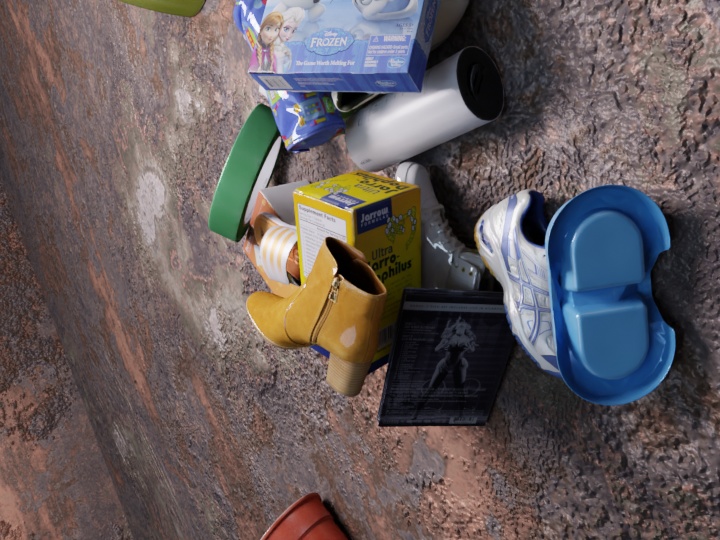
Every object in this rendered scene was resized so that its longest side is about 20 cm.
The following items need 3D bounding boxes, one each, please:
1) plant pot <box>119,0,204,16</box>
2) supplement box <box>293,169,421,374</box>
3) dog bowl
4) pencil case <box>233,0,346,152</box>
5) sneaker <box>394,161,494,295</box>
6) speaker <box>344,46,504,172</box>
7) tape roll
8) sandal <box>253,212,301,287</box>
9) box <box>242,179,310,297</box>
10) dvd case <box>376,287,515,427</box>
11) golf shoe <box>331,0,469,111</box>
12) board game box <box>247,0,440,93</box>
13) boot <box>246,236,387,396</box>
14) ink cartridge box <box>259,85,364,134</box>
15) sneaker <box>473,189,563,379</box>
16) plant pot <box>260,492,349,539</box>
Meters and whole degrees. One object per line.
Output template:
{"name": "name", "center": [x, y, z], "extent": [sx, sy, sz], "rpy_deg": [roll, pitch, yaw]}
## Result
{"name": "plant pot", "center": [-0.384, -0.528, 1.037], "extent": [0.185, 0.197, 0.193], "rpy_deg": [21, 120, 44]}
{"name": "supplement box", "center": [0.000, 0.000, 0.735], "extent": [0.107, 0.108, 0.206], "rpy_deg": [23, 124, 43]}
{"name": "dog bowl", "center": [0.229, 0.021, 0.585], "extent": [0.050, 0.108, 0.206], "rpy_deg": [-76, -22, -78]}
{"name": "pencil case", "center": [-0.090, -0.243, 0.752], "extent": [0.086, 0.077, 0.205], "rpy_deg": [-26, 86, 43]}
{"name": "sneaker", "center": [0.108, -0.034, 0.741], "extent": [0.113, 0.073, 0.206], "rpy_deg": [-2, 104, 41]}
{"name": "speaker", "center": [0.068, -0.180, 0.718], "extent": [0.198, 0.080, 0.084], "rpy_deg": [-15, 93, 51]}
{"name": "tape roll", "center": [-0.166, -0.145, 0.930], "extent": [0.047, 0.203, 0.203], "rpy_deg": [22, 131, -4]}
{"name": "sandal", "center": [-0.115, -0.024, 0.841], "extent": [0.205, 0.058, 0.082], "rpy_deg": [28, 125, 51]}
{"name": "box", "center": [-0.080, -0.019, 0.941], "extent": [0.201, 0.096, 0.126], "rpy_deg": [50, 136, 26]}
{"name": "dvd case", "center": [0.104, 0.109, 0.736], "extent": [0.016, 0.144, 0.205], "rpy_deg": [-104, 19, -55]}
{"name": "golf shoe", "center": [0.043, -0.244, 0.682], "extent": [0.078, 0.099, 0.198], "rpy_deg": [38, 126, -24]}
{"name": "board game box", "center": [-0.009, -0.292, 0.656], "extent": [0.195, 0.043, 0.205], "rpy_deg": [9, 79, 28]}
{"name": "boot", "center": [-0.050, 0.026, 0.674], "extent": [0.199, 0.070, 0.148], "rpy_deg": [34, 126, 34]}
{"name": "ink cartridge box", "center": [-0.050, -0.302, 0.810], "extent": [0.146, 0.083, 0.204], "rpy_deg": [42, 132, 30]}
{"name": "sneaker", "center": [0.192, 0.014, 0.644], "extent": [0.088, 0.074, 0.204], "rpy_deg": [-39, 74, 48]}
{"name": "plant pot", "center": [-0.072, 0.538, 1.078], "extent": [0.193, 0.199, 0.205], "rpy_deg": [35, 129, 25]}
